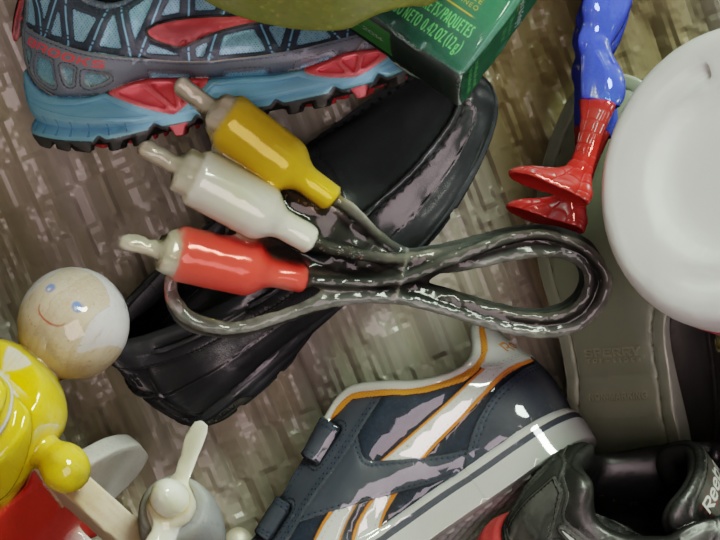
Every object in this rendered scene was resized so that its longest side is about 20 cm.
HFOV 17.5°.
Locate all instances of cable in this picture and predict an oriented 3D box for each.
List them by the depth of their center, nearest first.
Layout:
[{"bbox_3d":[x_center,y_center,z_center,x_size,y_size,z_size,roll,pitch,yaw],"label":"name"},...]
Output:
[{"bbox_3d":[0.000,0.000,0.938,0.199,0.050,0.098,20,94,-4],"label":"cable"}]

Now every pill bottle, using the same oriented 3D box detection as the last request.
[{"bbox_3d":[0.199,-0.020,0.960,0.200,0.119,0.120,16,104,-50],"label":"pill bottle"}]

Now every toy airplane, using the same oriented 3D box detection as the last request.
[{"bbox_3d":[-0.133,0.065,0.939,0.199,0.199,0.142,32,96,-20],"label":"toy airplane"}]

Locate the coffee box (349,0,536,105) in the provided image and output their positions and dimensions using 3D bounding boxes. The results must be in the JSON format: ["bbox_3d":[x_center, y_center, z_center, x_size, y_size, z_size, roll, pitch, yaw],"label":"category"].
[{"bbox_3d":[0.048,-0.181,0.929,0.123,0.044,0.200,36,80,9],"label":"coffee box"}]

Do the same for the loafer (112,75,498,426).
[{"bbox_3d":[-0.026,-0.018,0.987,0.200,0.068,0.070,-44,131,7],"label":"loafer"}]

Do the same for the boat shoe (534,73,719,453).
[{"bbox_3d":[0.122,0.011,1.027,0.071,0.060,0.203,3,104,30],"label":"boat shoe"}]

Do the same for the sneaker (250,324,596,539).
[{"bbox_3d":[0.000,0.102,1.018,0.200,0.078,0.080,-35,72,-1],"label":"sneaker"}]

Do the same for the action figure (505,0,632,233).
[{"bbox_3d":[0.080,-0.127,0.971,0.098,0.065,0.201,20,75,6],"label":"action figure"}]

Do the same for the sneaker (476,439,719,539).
[{"bbox_3d":[0.151,0.123,0.975,0.199,0.071,0.098,16,126,-7],"label":"sneaker"}]

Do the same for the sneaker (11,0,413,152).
[{"bbox_3d":[-0.046,-0.111,0.962,0.199,0.079,0.096,-13,103,-5],"label":"sneaker"}]

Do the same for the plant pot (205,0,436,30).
[{"bbox_3d":[-0.013,-0.191,0.800,0.199,0.201,0.185,-3,140,-7],"label":"plant pot"}]

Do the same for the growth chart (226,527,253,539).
[{"bbox_3d":[-0.012,0.201,1.076,0.199,0.018,0.145,31,97,-15],"label":"growth chart"}]
